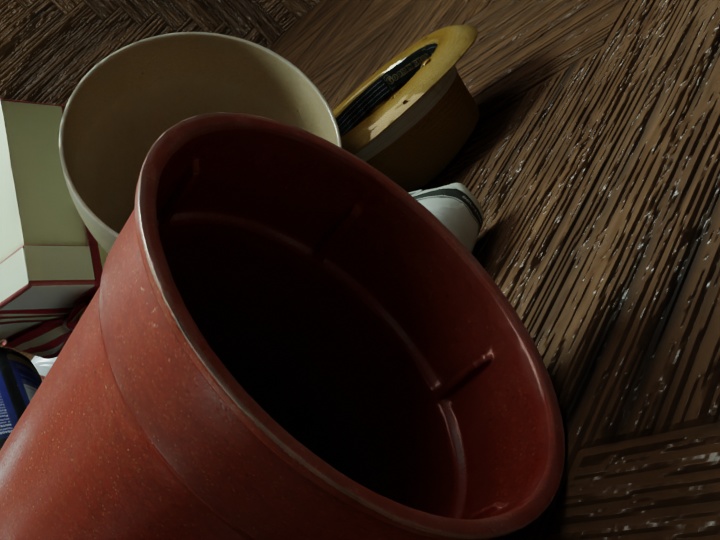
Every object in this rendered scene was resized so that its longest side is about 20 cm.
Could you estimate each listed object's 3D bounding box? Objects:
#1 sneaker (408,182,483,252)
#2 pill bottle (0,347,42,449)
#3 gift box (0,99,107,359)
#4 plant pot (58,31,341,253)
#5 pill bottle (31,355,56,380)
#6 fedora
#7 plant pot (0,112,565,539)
[{"bbox_3d":[0.000,0.000,0.709,0.200,0.076,0.088,-17,23,39],"label":"sneaker"},{"bbox_3d":[-0.295,0.159,0.875,0.112,0.112,0.200,-45,43,3],"label":"pill bottle"},{"bbox_3d":[-0.248,-0.030,0.943,0.200,0.187,0.184,-1,-17,-39],"label":"gift box"},{"bbox_3d":[-0.123,-0.061,0.814,0.200,0.200,0.135,-54,-8,-30],"label":"plant pot"},{"bbox_3d":[-0.333,0.167,1.063,0.112,0.112,0.200,-37,17,29],"label":"pill bottle"},{"bbox_3d":[0.034,-0.117,0.888,0.200,0.082,0.201,-38,16,14],"label":"fedora"},{"bbox_3d":[-0.055,0.073,0.452,0.195,0.201,0.201,-46,13,29],"label":"plant pot"}]
